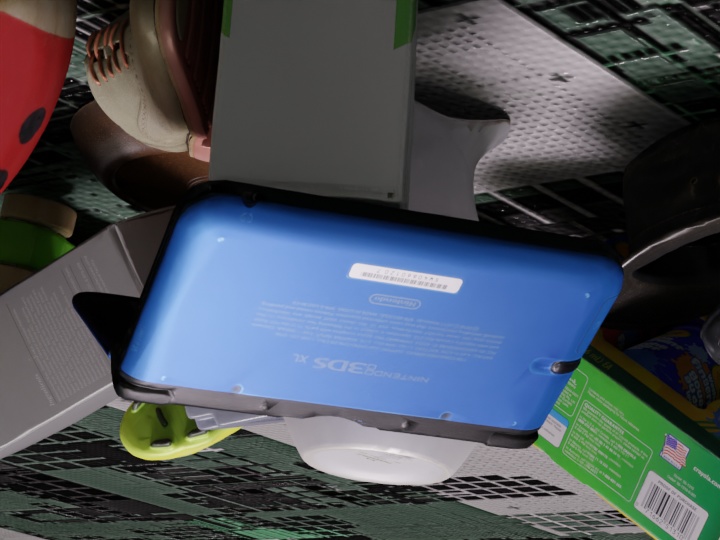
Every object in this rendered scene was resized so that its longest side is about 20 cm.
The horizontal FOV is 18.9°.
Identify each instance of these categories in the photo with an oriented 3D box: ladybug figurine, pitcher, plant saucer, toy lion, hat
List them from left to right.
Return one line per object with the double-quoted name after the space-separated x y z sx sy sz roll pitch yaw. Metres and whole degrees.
-0.194 -0.077 0.956 0.135 0.201 0.072 19 -162 -40 "ladybug figurine"
-0.227 0.005 1.466 0.190 0.069 0.200 4 166 35 "toy lion"
-0.072 -0.058 1.261 0.198 0.032 0.200 5 163 2 "plant saucer"
0.000 0.000 1.133 0.171 0.202 0.121 19 159 -36 "pitcher"
0.194 -0.037 1.157 0.199 0.082 0.201 -13 165 -4 "hat"

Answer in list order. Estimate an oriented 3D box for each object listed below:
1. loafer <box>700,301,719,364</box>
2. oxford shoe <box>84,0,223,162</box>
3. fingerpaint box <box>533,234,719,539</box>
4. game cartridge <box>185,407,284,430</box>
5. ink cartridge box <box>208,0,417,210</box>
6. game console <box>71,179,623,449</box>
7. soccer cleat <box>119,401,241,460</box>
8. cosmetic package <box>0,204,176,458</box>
0.271 0.011 1.105 0.199 0.071 0.068 -24 160 19 "loafer"
-0.104 -0.098 1.063 0.073 0.071 0.200 8 164 2 "oxford shoe"
0.178 0.069 1.257 0.200 0.074 0.166 37 -148 29 "fingerpaint box"
-0.017 0.070 1.347 0.132 0.041 0.200 -7 176 14 "game cartridge"
-0.017 -0.072 0.985 0.083 0.147 0.200 3 164 1 "ink cartridge box"
-0.011 0.006 0.956 0.198 0.119 0.171 8 132 -21 "game console"
-0.076 0.077 1.498 0.199 0.065 0.084 -34 159 -15 "soccer cleat"
-0.176 0.045 1.272 0.199 0.091 0.107 -26 178 24 "cosmetic package"
